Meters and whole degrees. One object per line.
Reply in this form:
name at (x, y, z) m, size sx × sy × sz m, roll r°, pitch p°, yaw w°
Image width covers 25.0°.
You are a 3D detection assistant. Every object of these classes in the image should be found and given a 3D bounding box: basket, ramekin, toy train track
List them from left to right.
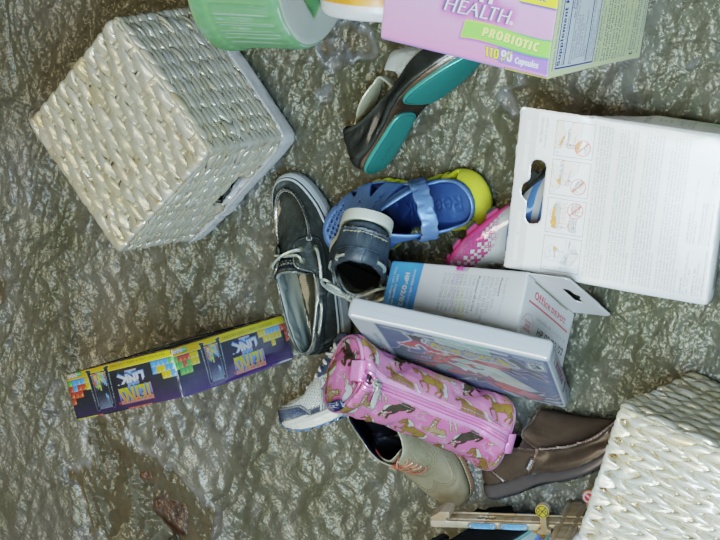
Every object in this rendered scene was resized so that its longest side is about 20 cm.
basket at (-0.217, -0.152, 1.771) m, size 0.198 × 0.160 × 0.201 m, roll -43°, pitch 78°, yaw 32°
ramekin at (-0.086, -0.317, 1.632) m, size 0.097 × 0.200 × 0.203 m, roll 9°, pitch 106°, yaw 25°
toy train track at (0.165, 0.239, 1.613) m, size 0.197 × 0.115 × 0.033 m, roll -2°, pitch 107°, yaw 20°
basket at (0.325, 0.208, 1.466) m, size 0.198 × 0.197 × 0.163 m, roll 21°, pitch 108°, yaw 29°

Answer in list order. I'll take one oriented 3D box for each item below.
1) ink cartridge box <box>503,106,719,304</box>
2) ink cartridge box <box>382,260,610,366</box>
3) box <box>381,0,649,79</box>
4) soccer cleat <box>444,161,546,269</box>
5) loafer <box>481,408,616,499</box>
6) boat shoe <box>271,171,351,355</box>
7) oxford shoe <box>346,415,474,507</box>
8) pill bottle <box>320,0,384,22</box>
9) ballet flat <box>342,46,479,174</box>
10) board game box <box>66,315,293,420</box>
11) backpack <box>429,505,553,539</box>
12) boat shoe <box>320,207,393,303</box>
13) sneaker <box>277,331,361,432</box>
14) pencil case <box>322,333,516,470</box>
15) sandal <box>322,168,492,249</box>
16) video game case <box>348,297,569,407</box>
ink cartridge box at (0.243, -0.066, 1.522) m, size 0.197 × 0.050 × 0.163 m, roll 11°, pitch 108°, yaw 19°
ink cartridge box at (0.132, 0.047, 1.600) m, size 0.198 × 0.115 × 0.069 m, roll 5°, pitch 72°, yaw 34°
box at (0.147, -0.249, 1.480) m, size 0.174 × 0.199 × 0.098 m, roll 18°, pitch 110°, yaw 29°
soccer cleat at (0.163, -0.032, 1.597) m, size 0.200 × 0.070 × 0.087 m, roll -43°, pitch 75°, yaw 33°
loafer at (0.192, 0.173, 1.621) m, size 0.199 × 0.073 × 0.072 m, roll -24°, pitch 88°, yaw 36°
boat shoe at (-0.060, -0.006, 1.757) m, size 0.071 × 0.071 × 0.203 m, roll -15°, pitch 92°, yaw 36°
oxford shoe at (0.044, 0.190, 1.685) m, size 0.070 × 0.075 × 0.200 m, roll -31°, pitch 115°, yaw 30°
pill bottle at (0.020, -0.351, 1.596) m, size 0.115 × 0.116 × 0.203 m, roll 12°, pitch 107°, yaw 32°
ballet flat at (0.043, -0.183, 1.651) m, size 0.200 × 0.068 × 0.069 m, roll -45°, pitch 66°, yaw 33°
board game box at (-0.198, 0.107, 1.799) m, size 0.164 × 0.199 × 0.057 m, roll -13°, pitch 92°, yaw 36°
backpack at (0.154, 0.360, 1.630) m, size 0.152 × 0.175 × 0.203 m, roll 6°, pitch 108°, yaw 37°
boat shoe at (0.000, 0.000, 1.659) m, size 0.074 × 0.200 × 0.063 m, roll 16°, pitch 70°, yaw -3°
sneaker at (-0.012, 0.111, 1.754) m, size 0.198 × 0.077 × 0.086 m, roll -26°, pitch 85°, yaw 26°
pencil case at (0.060, 0.132, 1.605) m, size 0.083 × 0.198 × 0.087 m, roll -50°, pitch 29°, yaw 34°
sandal at (0.034, -0.058, 1.672) m, size 0.198 × 0.087 × 0.080 m, roll -16°, pitch 93°, yaw 38°
video game case at (0.100, 0.082, 1.581) m, size 0.197 × 0.182 × 0.023 m, roll 12°, pitch 74°, yaw 16°
